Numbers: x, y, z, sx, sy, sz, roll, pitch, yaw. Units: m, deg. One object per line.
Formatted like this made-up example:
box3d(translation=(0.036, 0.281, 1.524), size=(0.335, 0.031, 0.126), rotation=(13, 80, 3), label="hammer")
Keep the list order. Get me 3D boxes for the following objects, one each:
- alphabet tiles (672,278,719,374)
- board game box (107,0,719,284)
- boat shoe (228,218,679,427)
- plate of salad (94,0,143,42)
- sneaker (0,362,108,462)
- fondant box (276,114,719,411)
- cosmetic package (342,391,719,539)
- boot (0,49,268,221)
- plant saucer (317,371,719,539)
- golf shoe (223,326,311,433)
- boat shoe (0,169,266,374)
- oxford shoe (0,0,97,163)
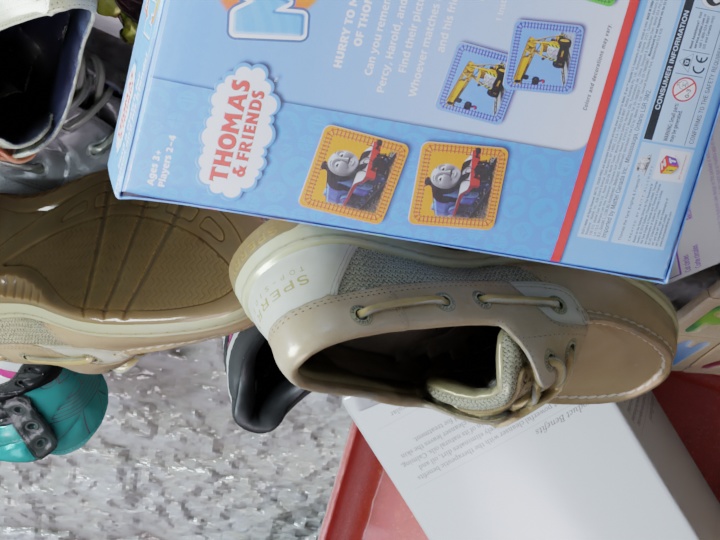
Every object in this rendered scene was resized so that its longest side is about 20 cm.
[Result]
box3d(translation=(0.236, 0.011, 1.020), size=(0.200, 0.008, 0.167), rotation=(6, 150, -29), label="alphabet tiles")
box3d(translation=(0.028, -0.083, 0.811), size=(0.200, 0.037, 0.151), rotation=(9, 112, -16), label="board game box")
box3d(translation=(0.044, 0.029, 0.891), size=(0.200, 0.065, 0.072), rotation=(13, 130, -37), label="boat shoe")
box3d(translation=(-0.051, -0.131, 0.872), size=(0.200, 0.048, 0.200), rotation=(4, 146, 3), label="plate of salad")
box3d(translation=(-0.147, 0.031, 1.106), size=(0.200, 0.084, 0.121), rotation=(-12, 137, 38), label="sneaker")
box3d(translation=(0.066, -0.040, 0.921), size=(0.200, 0.058, 0.144), rotation=(-23, 142, -1), label="fondant box")
box3d(translation=(0.091, 0.104, 1.056), size=(0.108, 0.085, 0.200), rotation=(-28, 99, 16), label="cosmetic package")
box3d(translation=(-0.121, -0.062, 0.976), size=(0.200, 0.074, 0.096), rotation=(8, 153, 1), label="boot")
box3d(translation=(0.087, 0.116, 1.124), size=(0.199, 0.037, 0.200), rotation=(18, 107, 6), label="plant saucer")
box3d(translation=(0.000, 0.000, 1.028), size=(0.073, 0.092, 0.200), rotation=(22, 142, -13), label="golf shoe")
box3d(translation=(-0.106, 0.005, 0.959), size=(0.200, 0.071, 0.065), rotation=(3, 148, 35), label="boat shoe")
box3d(translation=(-0.147, -0.062, 0.872), size=(0.071, 0.074, 0.200), rotation=(-9, 151, -30), label="oxford shoe")
